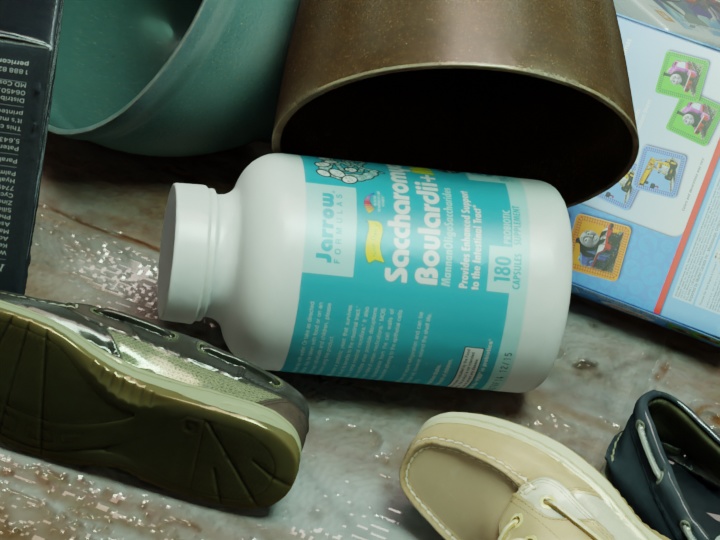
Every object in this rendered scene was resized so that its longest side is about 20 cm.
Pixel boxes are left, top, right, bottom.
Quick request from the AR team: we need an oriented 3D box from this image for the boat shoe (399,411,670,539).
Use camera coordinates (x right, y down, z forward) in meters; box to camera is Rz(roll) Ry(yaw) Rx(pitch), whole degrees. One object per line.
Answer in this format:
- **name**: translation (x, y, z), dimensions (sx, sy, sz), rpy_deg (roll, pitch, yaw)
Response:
- **boat shoe**: translation (0.092, 0.137, 1.298), dimensions (0.200, 0.074, 0.069), rpy_deg (33, 35, 24)

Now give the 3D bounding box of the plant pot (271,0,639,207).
- **plant pot**: translation (0.050, -0.153, 1.454), dimensions (0.186, 0.187, 0.201), rpy_deg (5, 67, -10)

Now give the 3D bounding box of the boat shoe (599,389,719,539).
- **boat shoe**: translation (0.189, 0.136, 1.338), dimensions (0.075, 0.062, 0.200), rpy_deg (-8, 42, -31)

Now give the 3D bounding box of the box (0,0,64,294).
- **box**: translation (-0.206, -0.075, 1.380), dimensions (0.104, 0.200, 0.148), rpy_deg (8, 36, -7)

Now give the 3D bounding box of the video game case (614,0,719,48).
- **video game case**: translation (0.173, -0.179, 1.704), dimensions (0.182, 0.023, 0.200), rpy_deg (46, 22, 29)

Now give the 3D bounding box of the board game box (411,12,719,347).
- **board game box**: translation (0.134, -0.061, 1.523), dimensions (0.199, 0.152, 0.037), rpy_deg (21, -6, 10)

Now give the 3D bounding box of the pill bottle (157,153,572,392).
- **pill bottle**: translation (0.000, 0.000, 1.419), dimensions (0.199, 0.111, 0.111), rpy_deg (5, 37, -10)

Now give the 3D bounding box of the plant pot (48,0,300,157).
- **plant pot**: translation (-0.080, -0.146, 1.544), dimensions (0.134, 0.200, 0.200), rpy_deg (23, 27, -35)

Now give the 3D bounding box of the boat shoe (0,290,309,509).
- **boat shoe**: translation (-0.120, 0.054, 1.352), dimensions (0.200, 0.072, 0.066), rpy_deg (20, 30, 3)
